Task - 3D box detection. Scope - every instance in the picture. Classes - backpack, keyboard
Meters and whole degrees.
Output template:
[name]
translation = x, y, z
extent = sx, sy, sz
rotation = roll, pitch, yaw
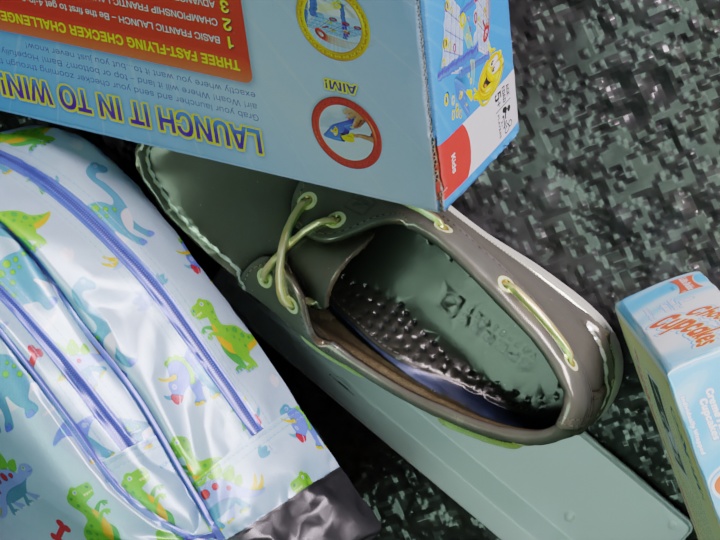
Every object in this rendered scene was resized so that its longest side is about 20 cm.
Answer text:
[backpack]
translation = -0.110, 0.044, 0.909
extent = 0.163, 0.154, 0.200
rotation = -27, 83, 54
[keyboard]
translation = 0.032, 0.050, 0.923
extent = 0.200, 0.011, 0.056
rotation = 40, 112, 5

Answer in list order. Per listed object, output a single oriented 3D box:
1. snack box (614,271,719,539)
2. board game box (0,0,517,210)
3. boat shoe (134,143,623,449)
[snack box]
translation = 0.143, 0.106, 0.836
extent = 0.037, 0.116, 0.200
rotation = -21, 101, 1
[board game box]
translation = -0.053, -0.134, 0.810
extent = 0.200, 0.056, 0.196
rotation = 15, 130, 28
[boat shoe]
translation = 0.001, -0.003, 0.881
extent = 0.202, 0.060, 0.072
rotation = 32, 105, 8
